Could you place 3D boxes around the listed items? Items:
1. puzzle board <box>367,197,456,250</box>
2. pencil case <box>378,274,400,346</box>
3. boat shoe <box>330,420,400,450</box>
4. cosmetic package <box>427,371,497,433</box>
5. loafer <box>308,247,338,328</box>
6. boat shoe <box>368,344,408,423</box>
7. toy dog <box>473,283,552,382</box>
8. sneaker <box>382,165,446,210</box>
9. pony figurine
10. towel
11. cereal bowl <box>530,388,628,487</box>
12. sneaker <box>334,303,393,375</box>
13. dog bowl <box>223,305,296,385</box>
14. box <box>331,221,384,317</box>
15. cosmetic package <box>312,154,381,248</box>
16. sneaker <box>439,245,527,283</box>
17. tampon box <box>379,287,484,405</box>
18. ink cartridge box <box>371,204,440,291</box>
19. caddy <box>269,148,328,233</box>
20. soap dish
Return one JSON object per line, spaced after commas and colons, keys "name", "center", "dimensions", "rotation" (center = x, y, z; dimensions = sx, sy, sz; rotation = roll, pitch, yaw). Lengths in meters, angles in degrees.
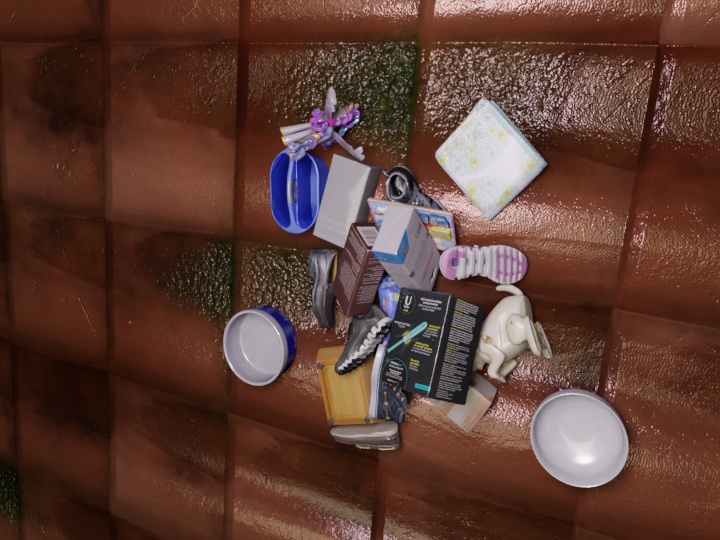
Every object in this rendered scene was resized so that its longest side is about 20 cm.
{"name": "puzzle board", "center": [0.118, -0.098, 1.212], "dimensions": [0.194, 0.152, 0.018], "rotation": [14, 64, 22]}
{"name": "pencil case", "center": [0.082, 0.111, 1.287], "dimensions": [0.077, 0.084, 0.208], "rotation": [12, 107, 63]}
{"name": "boat shoe", "center": [0.012, 0.427, 1.379], "dimensions": [0.194, 0.072, 0.061], "rotation": [-10, 103, 26]}
{"name": "cosmetic package", "center": [0.207, 0.262, 1.254], "dimensions": [0.198, 0.087, 0.105], "rotation": [38, 112, 14]}
{"name": "loafer", "center": [-0.083, 0.044, 1.358], "dimensions": [0.070, 0.073, 0.207], "rotation": [-3, 98, 19]}
{"name": "boat shoe", "center": [0.072, 0.266, 1.262], "dimensions": [0.088, 0.071, 0.206], "rotation": [9, 119, 12]}
{"name": "toy dog", "center": [0.287, 0.145, 1.175], "dimensions": [0.196, 0.138, 0.199], "rotation": [-26, 75, 25]}
{"name": "sneaker", "center": [0.120, -0.151, 1.209], "dimensions": [0.075, 0.113, 0.201], "rotation": [-43, 80, 22]}
{"name": "pony figurine", "center": [-0.080, -0.320, 1.211], "dimensions": [0.195, 0.194, 0.170], "rotation": [-23, 117, 0]}
{"name": "towel", "center": [0.276, -0.242, 1.164], "dimensions": [0.171, 0.048, 0.201], "rotation": [-44, 80, 27]}
{"name": "cereal bowl", "center": [0.466, 0.348, 1.155], "dimensions": [0.194, 0.083, 0.208], "rotation": [5, 101, 23]}
{"name": "sneaker", "center": [-0.003, 0.159, 1.270], "dimensions": [0.201, 0.066, 0.091], "rotation": [-50, 58, 21]}
{"name": "dog bowl", "center": [-0.272, 0.201, 1.463], "dimensions": [0.194, 0.078, 0.208], "rotation": [4, 100, 23]}
{"name": "box", "center": [0.000, 0.000, 1.260], "dimensions": [0.101, 0.073, 0.204], "rotation": [59, 140, 40]}
{"name": "cosmetic package", "center": [-0.032, -0.166, 1.293], "dimensions": [0.104, 0.090, 0.206], "rotation": [24, 105, 18]}
{"name": "sneaker", "center": [0.267, -0.022, 1.190], "dimensions": [0.193, 0.089, 0.083], "rotation": [4, 101, 0]}
{"name": "tampon box", "center": [0.150, 0.155, 1.129], "dimensions": [0.148, 0.124, 0.207], "rotation": [7, 80, 50]}
{"name": "ink cartridge box", "center": [0.107, -0.035, 1.185], "dimensions": [0.065, 0.201, 0.119], "rotation": [8, 63, 32]}
{"name": "caddy", "center": [-0.153, -0.196, 1.327], "dimensions": [0.137, 0.105, 0.208], "rotation": [4, 100, 22]}
{"name": "soap dish", "center": [-0.029, 0.295, 1.369], "dimensions": [0.153, 0.081, 0.207], "rotation": [-8, 96, 25]}
